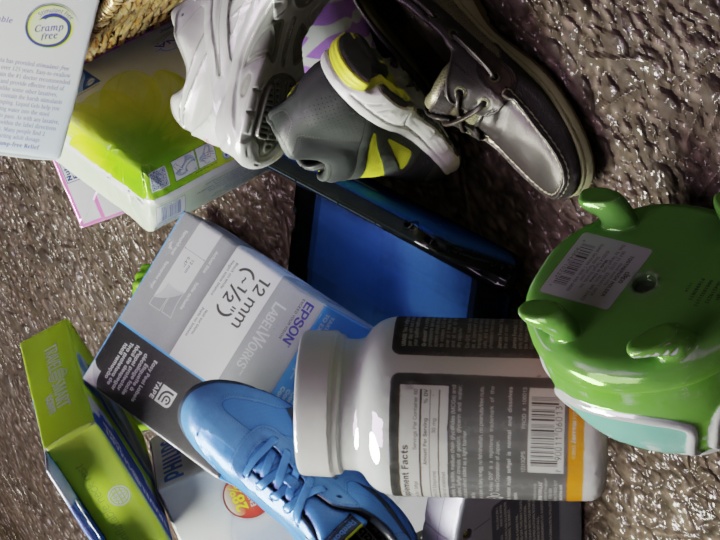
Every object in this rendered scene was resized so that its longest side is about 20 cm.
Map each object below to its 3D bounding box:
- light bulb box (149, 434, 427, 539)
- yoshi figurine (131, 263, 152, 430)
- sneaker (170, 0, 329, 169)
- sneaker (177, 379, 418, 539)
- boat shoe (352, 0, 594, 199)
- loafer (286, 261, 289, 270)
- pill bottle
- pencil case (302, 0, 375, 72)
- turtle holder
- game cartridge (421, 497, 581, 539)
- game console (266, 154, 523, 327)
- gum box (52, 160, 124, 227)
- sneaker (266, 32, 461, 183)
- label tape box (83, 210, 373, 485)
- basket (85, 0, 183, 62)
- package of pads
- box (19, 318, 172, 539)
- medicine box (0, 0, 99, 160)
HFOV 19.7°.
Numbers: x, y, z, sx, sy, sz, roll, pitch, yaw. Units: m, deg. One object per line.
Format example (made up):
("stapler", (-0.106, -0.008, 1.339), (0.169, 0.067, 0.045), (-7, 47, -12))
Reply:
("light bulb box", (-0.031, 0.190, 1.567), (0.125, 0.199, 0.199), (-118, 5, -75))
("yoshi figurine", (-0.155, 0.059, 1.680), (0.112, 0.201, 0.112), (33, 125, -17))
("sneaker", (-0.076, -0.173, 1.320), (0.099, 0.078, 0.201), (20, 94, 28))
("sneaker", (-0.037, 0.145, 1.390), (0.200, 0.066, 0.078), (40, -178, -9))
("boat shoe", (0.065, -0.117, 1.295), (0.200, 0.065, 0.073), (51, 149, 16))
("loafer", (-0.042, 0.034, 1.616), (0.068, 0.075, 0.200), (54, 142, 14))
("pill bottle", (0.061, 0.088, 1.339), (0.116, 0.199, 0.117), (2, -90, -84))
("pencil case", (-0.042, -0.185, 1.398), (0.086, 0.083, 0.201), (-91, -15, -71))
("turtle holder", (0.192, 0.036, 1.184), (0.184, 0.141, 0.132), (-9, 132, 20))
("game cartridge", (0.100, 0.194, 1.458), (0.041, 0.133, 0.201), (37, 144, 40))
("game console", (0.000, 0.000, 1.424), (0.199, 0.170, 0.119), (28, 96, 31))
("gum box", (-0.226, -0.141, 1.701), (0.114, 0.066, 0.201), (-88, -21, -72))
("sneaker", (-0.001, -0.093, 1.332), (0.075, 0.084, 0.200), (61, -168, 23))
("label tape box", (-0.076, 0.070, 1.456), (0.200, 0.144, 0.066), (33, -178, 26))
("basket", (-0.177, -0.249, 1.487), (0.143, 0.149, 0.200), (61, 153, -1))
("package of pads", (-0.151, -0.121, 1.558), (0.200, 0.154, 0.069), (36, 144, 40))
("box", (-0.193, 0.130, 1.509), (0.122, 0.047, 0.200), (61, 179, -27))
("medicine box", (-0.252, -0.210, 1.446), (0.182, 0.102, 0.201), (-120, 41, -53))
